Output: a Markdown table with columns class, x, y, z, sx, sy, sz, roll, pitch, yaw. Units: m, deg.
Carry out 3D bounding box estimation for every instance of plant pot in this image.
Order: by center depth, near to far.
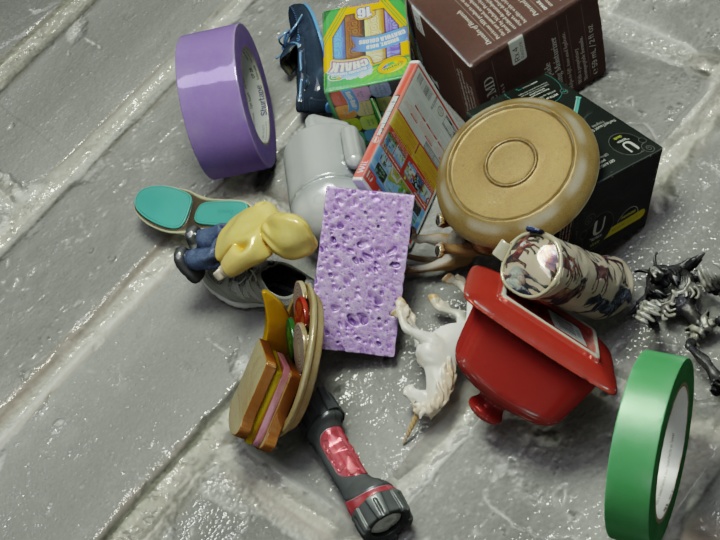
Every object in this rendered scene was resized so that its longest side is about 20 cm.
| class | x | y | z | sx | sy | sz | roll | pitch | yaw |
| --- | --- | --- | --- | --- | --- | --- | --- | --- | --- |
| plant pot | 0.177 | -0.120 | 1.567 | 0.199 | 0.027 | 0.201 | -11 | 61 | 20 |

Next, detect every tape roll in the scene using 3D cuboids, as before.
| class | x | y | z | sx | sy | sz | roll | pitch | yaw |
| --- | --- | --- | --- | --- | --- | --- | --- | --- | --- |
| tape roll | 0.303 | 0.185 | 1.407 | 0.048 | 0.201 | 0.201 | 10 | 59 | 22 |
| tape roll | -0.181 | -0.230 | 1.842 | 0.084 | 0.200 | 0.201 | -12 | 53 | 9 |

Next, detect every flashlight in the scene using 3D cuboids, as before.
| class | x | y | z | sx | sy | sz | roll | pitch | yaw |
| --- | --- | --- | --- | --- | --- | --- | --- | --- | --- |
| flashlight | -0.012 | 0.221 | 1.559 | 0.067 | 0.068 | 0.200 | -30 | 54 | -4 |

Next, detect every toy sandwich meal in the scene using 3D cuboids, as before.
| class | x | y | z | sx | sy | sz | roll | pitch | yaw |
| --- | --- | --- | --- | --- | --- | --- | --- | --- | --- |
| toy sandwich meal | -0.102 | 0.109 | 1.601 | 0.070 | 0.205 | 0.206 | 12 | 54 | -15 |

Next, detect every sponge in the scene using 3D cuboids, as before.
| class | x | y | z | sx | sy | sz | roll | pitch | yaw |
| --- | --- | --- | --- | --- | --- | --- | --- | --- | --- |
| sponge | 0.000 | 0.000 | 1.653 | 0.111 | 0.030 | 0.202 | 7 | 91 | -1 |

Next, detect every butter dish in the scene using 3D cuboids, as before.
| class | x | y | z | sx | sy | sz | roll | pitch | yaw |
| --- | --- | --- | --- | --- | --- | --- | --- | --- | --- |
| butter dish | 0.176 | 0.107 | 1.523 | 0.199 | 0.200 | 0.148 | 32 | 103 | 1 |

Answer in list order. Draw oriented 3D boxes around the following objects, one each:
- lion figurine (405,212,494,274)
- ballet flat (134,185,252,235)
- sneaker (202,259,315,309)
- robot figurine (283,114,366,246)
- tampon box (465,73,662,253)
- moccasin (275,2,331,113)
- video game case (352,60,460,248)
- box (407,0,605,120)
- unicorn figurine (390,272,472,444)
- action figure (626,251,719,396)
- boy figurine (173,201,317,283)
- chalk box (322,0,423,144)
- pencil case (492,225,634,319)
| class | x | y | z | sx | sy | sz | roll | pitch | yaw |
| --- | --- | --- | --- | --- | --- | --- | --- | --- | --- |
| lion figurine | 0.130 | -0.033 | 1.661 | 0.122 | 0.200 | 0.073 | -1 | 87 | -23 |
| ballet flat | -0.218 | -0.068 | 1.826 | 0.199 | 0.070 | 0.070 | 13 | 60 | 31 |
| sneaker | -0.123 | 0.006 | 1.731 | 0.199 | 0.082 | 0.075 | 14 | 61 | 26 |
| robot figurine | -0.039 | -0.112 | 1.754 | 0.112 | 0.170 | 0.201 | 8 | 49 | -20 |
| tampon box | 0.242 | -0.123 | 1.664 | 0.149 | 0.127 | 0.200 | -27 | 49 | -30 |
| moccasin | -0.086 | -0.310 | 1.942 | 0.068 | 0.081 | 0.201 | -12 | 51 | -6 |
| video game case | 0.065 | -0.150 | 1.750 | 0.017 | 0.143 | 0.201 | 3 | 55 | 36 |
| box | 0.198 | -0.313 | 1.809 | 0.199 | 0.166 | 0.164 | -33 | 54 | -7 |
| unicorn figurine | 0.096 | 0.088 | 1.609 | 0.199 | 0.074 | 0.138 | -31 | 70 | -16 |
| action figure | 0.378 | 0.042 | 1.549 | 0.119 | 0.102 | 0.200 | -38 | 55 | 3 |
| boy figurine | -0.137 | -0.041 | 1.682 | 0.199 | 0.065 | 0.125 | -11 | 41 | 33 |
| chalk box | 0.021 | -0.254 | 1.846 | 0.123 | 0.125 | 0.201 | -8 | 53 | 10 |
| pencil case | 0.236 | 0.005 | 1.532 | 0.078 | 0.199 | 0.090 | -53 | 56 | 17 |
